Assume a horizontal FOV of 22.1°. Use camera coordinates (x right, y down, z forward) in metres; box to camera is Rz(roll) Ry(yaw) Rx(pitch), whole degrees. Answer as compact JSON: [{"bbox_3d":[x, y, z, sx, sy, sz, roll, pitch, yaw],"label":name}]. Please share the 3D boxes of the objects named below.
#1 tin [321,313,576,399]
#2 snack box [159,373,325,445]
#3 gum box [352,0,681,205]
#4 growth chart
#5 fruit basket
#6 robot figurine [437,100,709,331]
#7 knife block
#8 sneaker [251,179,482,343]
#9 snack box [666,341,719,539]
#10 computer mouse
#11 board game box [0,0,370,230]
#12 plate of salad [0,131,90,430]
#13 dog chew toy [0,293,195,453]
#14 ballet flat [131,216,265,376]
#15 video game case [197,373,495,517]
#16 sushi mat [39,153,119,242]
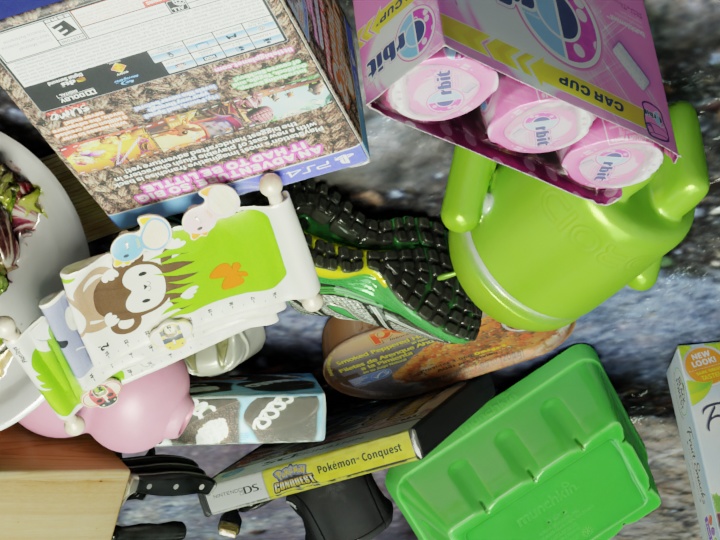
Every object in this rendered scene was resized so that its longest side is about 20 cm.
[{"bbox_3d":[0.063,0.043,1.377,0.198,0.042,0.112,-18,151,19],"label":"tin"},{"bbox_3d":[-0.129,0.102,1.358,0.197,0.038,0.116,-1,-176,-6],"label":"snack box"},{"bbox_3d":[0.090,-0.122,1.038,0.199,0.115,0.066,19,140,-37],"label":"gum box"},{"bbox_3d":[-0.117,0.019,1.085,0.198,0.018,0.145,-26,143,5],"label":"growth chart"},{"bbox_3d":[0.129,0.162,1.501,0.214,0.216,0.156,-20,119,21],"label":"fruit basket"},{"bbox_3d":[0.135,-0.036,1.185,0.174,0.117,0.200,14,143,-29],"label":"robot figurine"},{"bbox_3d":[-0.192,0.148,1.198,0.174,0.200,0.065,18,105,3],"label":"knife block"},{"bbox_3d":[0.000,0.000,1.267,0.199,0.079,0.085,24,147,-24],"label":"sneaker"},{"bbox_3d":[0.332,0.153,1.456,0.140,0.202,0.053,-3,150,-6],"label":"snack box"},{"bbox_3d":[-0.051,0.176,1.447,0.139,0.200,0.046,-23,105,0],"label":"computer mouse"},{"bbox_3d":[-0.101,-0.129,1.001,0.158,0.098,0.200,-14,148,11],"label":"board game box"},{"bbox_3d":[-0.261,0.007,1.114,0.198,0.202,0.048,-11,-175,5],"label":"plate of salad"},{"bbox_3d":[-0.199,0.051,1.195,0.199,0.125,0.125,29,147,6],"label":"dog chew toy"},{"bbox_3d":[-0.117,0.036,1.299,0.069,0.070,0.200,-13,149,9],"label":"ballet flat"},{"bbox_3d":[-0.006,0.128,1.401,0.179,0.026,0.200,-18,-177,21],"label":"video game case"},{"bbox_3d":[-0.127,-0.066,1.179,0.198,0.012,0.096,-17,149,16],"label":"sushi mat"}]
